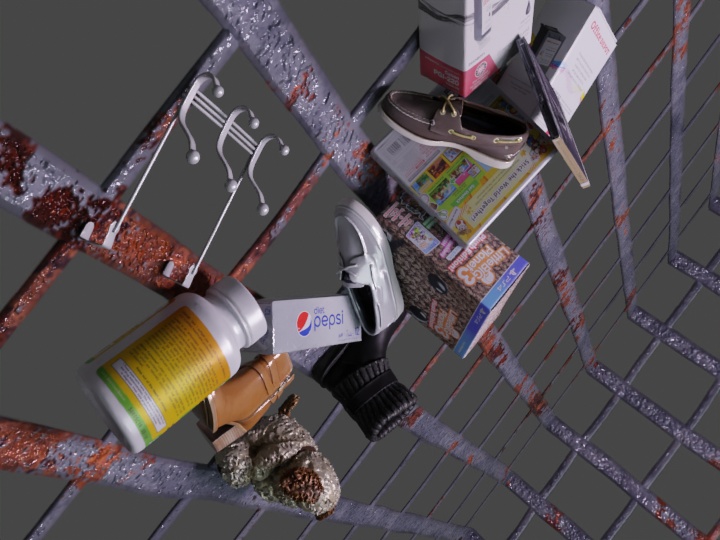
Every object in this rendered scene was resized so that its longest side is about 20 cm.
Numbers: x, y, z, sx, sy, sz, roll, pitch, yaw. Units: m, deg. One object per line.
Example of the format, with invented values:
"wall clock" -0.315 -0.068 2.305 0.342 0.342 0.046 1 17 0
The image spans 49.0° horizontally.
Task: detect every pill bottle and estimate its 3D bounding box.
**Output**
"pill bottle" -0.204 0.097 0.882 0.199 0.110 0.112 -38 148 -26

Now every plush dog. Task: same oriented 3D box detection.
"plush dog" -0.098 0.300 1.199 0.161 0.171 0.200 -49 151 -8

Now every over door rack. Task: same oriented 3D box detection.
"over door rack" -0.164 -0.077 0.802 0.201 0.066 0.148 -54 151 0

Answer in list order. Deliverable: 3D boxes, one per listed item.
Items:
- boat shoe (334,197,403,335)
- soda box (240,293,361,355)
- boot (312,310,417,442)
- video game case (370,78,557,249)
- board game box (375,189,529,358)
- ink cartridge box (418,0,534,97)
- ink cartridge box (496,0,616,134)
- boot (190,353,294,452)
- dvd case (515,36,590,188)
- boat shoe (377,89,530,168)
"boat shoe" 0.000 0.000 1.080 0.069 0.071 0.203 -44 134 -34
"soda box" -0.078 0.069 1.071 0.198 0.062 0.070 -3 92 -55
"boot" 0.041 0.151 1.263 0.212 0.157 0.080 -49 151 -8
"video game case" 0.142 -0.161 1.062 0.200 0.182 0.023 -45 175 -16
"board game box" 0.113 -0.002 1.111 0.097 0.199 0.160 -44 165 -25
"ink cartridge box" 0.144 -0.341 0.963 0.145 0.084 0.202 -41 148 -22
"ink cartridge box" 0.300 -0.308 1.234 0.202 0.085 0.147 -60 151 8
"boot" -0.158 0.148 1.055 0.154 0.074 0.201 -40 161 -21
"dvd case" 0.262 -0.208 1.068 0.016 0.152 0.199 -22 159 21
"boat shoe" 0.120 -0.192 1.004 0.060 0.196 0.073 123 -19 -50
